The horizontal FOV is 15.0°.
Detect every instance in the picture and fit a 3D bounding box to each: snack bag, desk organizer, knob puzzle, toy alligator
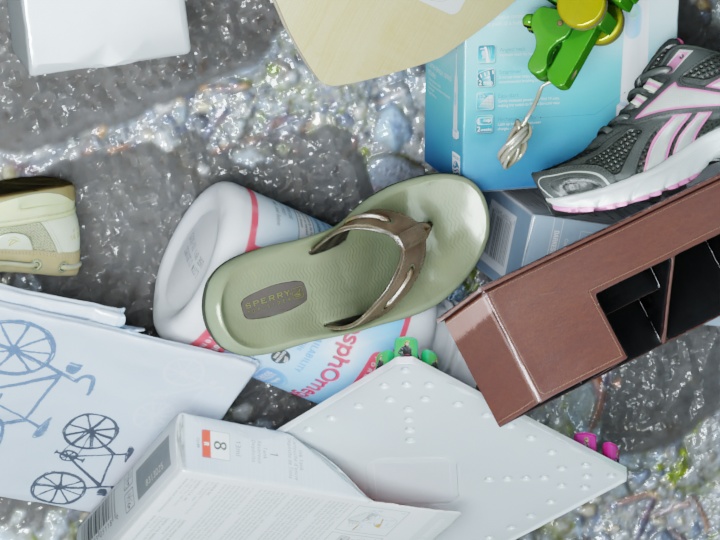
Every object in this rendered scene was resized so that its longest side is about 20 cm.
[{"bbox_3d":[-0.181,0.085,1.700,0.199,0.021,0.189,13,135,-21],"label":"snack bag"},{"bbox_3d":[0.156,0.016,1.668,0.200,0.072,0.077,-25,84,-25],"label":"desk organizer"},{"bbox_3d":[0.020,-0.203,1.618,0.219,0.030,0.220,-15,125,-23],"label":"knob puzzle"},{"bbox_3d":[0.127,-0.157,1.663,0.054,0.059,0.200,38,94,19],"label":"toy alligator"}]

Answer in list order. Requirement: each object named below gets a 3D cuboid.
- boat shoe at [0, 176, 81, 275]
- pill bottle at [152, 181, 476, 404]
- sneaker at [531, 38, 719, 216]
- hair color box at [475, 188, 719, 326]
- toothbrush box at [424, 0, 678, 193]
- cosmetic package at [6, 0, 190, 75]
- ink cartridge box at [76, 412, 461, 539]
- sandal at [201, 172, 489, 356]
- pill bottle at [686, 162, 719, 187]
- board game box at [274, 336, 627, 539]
[{"bbox_3d":[-0.269,-0.012,1.665,0.200,0.073,0.063,-11,105,-21],"label":"boat shoe"},{"bbox_3d":[-0.023,0.028,1.731,0.200,0.109,0.109,23,99,-22],"label":"pill bottle"},{"bbox_3d":[0.192,-0.097,1.699,0.199,0.080,0.087,-23,91,-12],"label":"sneaker"},{"bbox_3d":[0.181,-0.009,1.788,0.199,0.099,0.061,7,103,-19],"label":"hair color box"},{"bbox_3d":[0.121,-0.159,1.731,0.146,0.085,0.201,-6,109,-16],"label":"toothbrush box"},{"bbox_3d":[-0.166,-0.226,1.629,0.101,0.071,0.201,-9,109,-15],"label":"cosmetic package"},{"bbox_3d":[-0.060,0.159,1.747,0.199,0.050,0.162,9,144,-28],"label":"ink cartridge box"},{"bbox_3d":[0.000,0.001,1.652,0.201,0.057,0.080,-25,95,-27],"label":"sandal"},{"bbox_3d":[0.317,-0.089,1.799,0.199,0.112,0.113,-12,109,-14],"label":"pill bottle"},{"bbox_3d":[0.034,0.125,1.746,0.200,0.026,0.200,28,136,-32],"label":"board game box"}]
